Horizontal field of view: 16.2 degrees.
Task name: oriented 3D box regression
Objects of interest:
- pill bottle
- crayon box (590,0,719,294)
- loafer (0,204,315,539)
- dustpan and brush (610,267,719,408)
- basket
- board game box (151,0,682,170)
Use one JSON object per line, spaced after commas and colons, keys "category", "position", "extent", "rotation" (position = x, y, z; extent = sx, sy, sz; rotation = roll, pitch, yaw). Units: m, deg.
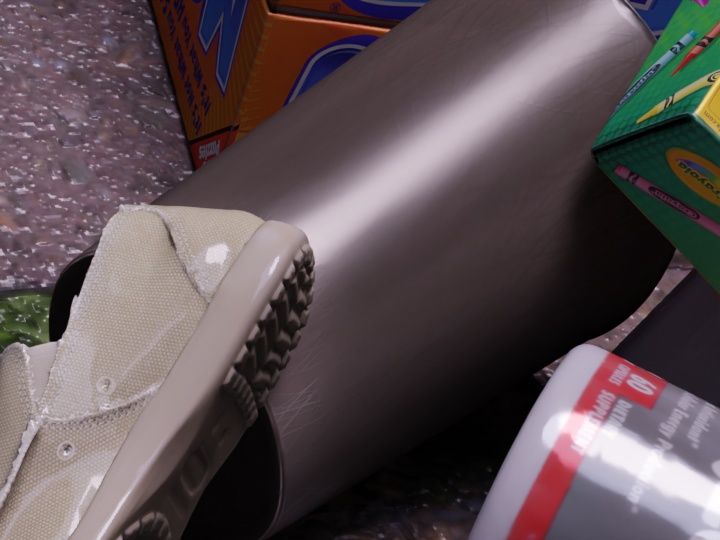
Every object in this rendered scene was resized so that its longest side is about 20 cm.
{"category": "pill bottle", "position": [0.135, 0.117, 0.831], "extent": [0.199, 0.114, 0.114], "rotation": [27, 36, 9]}
{"category": "crayon box", "position": [0.185, -0.020, 0.885], "extent": [0.200, 0.058, 0.119], "rotation": [45, 58, -17]}
{"category": "loafer", "position": [-0.086, 0.063, 0.744], "extent": [0.068, 0.076, 0.201], "rotation": [26, 66, 18]}
{"category": "dustpan and brush", "position": [0.178, 0.091, 0.930], "extent": [0.200, 0.057, 0.140], "rotation": [39, 67, 19]}
{"category": "basket", "position": [0.000, 0.000, 0.889], "extent": [0.136, 0.181, 0.200], "rotation": [44, 50, 16]}
{"category": "board game box", "position": [0.036, -0.154, 1.063], "extent": [0.198, 0.201, 0.201], "rotation": [5, 38, -20]}
